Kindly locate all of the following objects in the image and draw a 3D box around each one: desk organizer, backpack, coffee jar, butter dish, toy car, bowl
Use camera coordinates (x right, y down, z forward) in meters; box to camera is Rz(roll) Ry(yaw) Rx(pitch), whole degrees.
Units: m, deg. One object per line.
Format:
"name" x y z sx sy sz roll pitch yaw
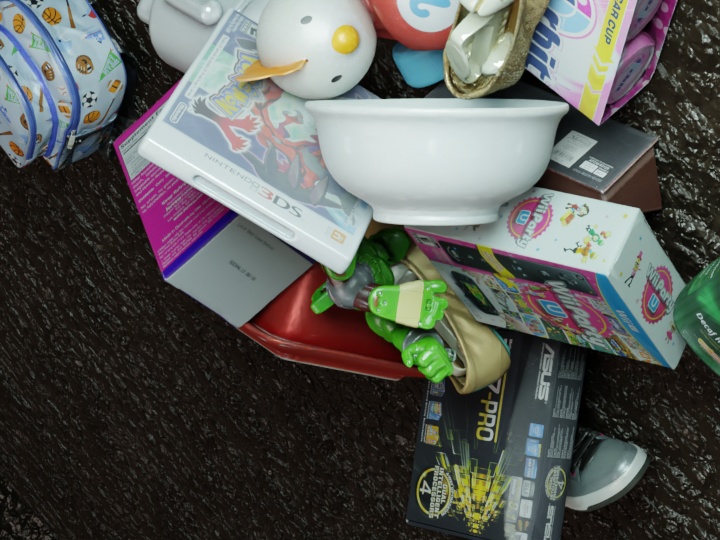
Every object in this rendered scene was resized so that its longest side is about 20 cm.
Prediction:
"desk organizer" 0.144 -0.092 1.566 0.200 0.072 0.077 28 149 37
"backpack" -0.335 -0.216 2.063 0.200 0.154 0.191 49 143 6
"coffee jar" 0.313 0.010 1.423 0.104 0.085 0.200 45 153 8
"butter dish" -0.025 0.005 1.776 0.200 0.199 0.149 29 105 60
"toy car" -0.006 -0.193 1.505 0.177 0.200 0.185 15 139 60
"bowl" 0.056 -0.083 1.459 0.201 0.200 0.091 9 101 52

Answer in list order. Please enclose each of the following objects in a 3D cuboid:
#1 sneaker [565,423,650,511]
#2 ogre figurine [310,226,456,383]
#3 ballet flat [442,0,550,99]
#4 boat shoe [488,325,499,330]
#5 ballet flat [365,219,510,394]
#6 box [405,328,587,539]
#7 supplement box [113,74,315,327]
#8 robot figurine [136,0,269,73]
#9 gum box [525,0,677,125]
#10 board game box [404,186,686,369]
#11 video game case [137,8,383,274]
"sneaker" 0.181 0.158 1.833 0.121 0.084 0.200 46 156 -16
"ogre figurine" 0.000 0.000 1.592 0.199 0.098 0.120 33 177 -9
"ballet flat" 0.095 -0.188 1.371 0.070 0.065 0.200 41 152 24
"boat shoe" 0.104 0.011 1.759 0.200 0.073 0.075 10 113 64
"ballet flat" 0.050 0.022 1.679 0.200 0.063 0.069 48 150 9
"box" 0.124 0.150 1.787 0.161 0.049 0.201 8 89 44
"supplement box" -0.132 -0.064 1.717 0.101 0.103 0.200 36 -159 -41
"robot figurine" -0.111 -0.216 1.744 0.200 0.113 0.169 30 -174 33
"gum box" 0.165 -0.212 1.378 0.113 0.066 0.200 41 153 19
"board game box" 0.153 -0.003 1.544 0.199 0.064 0.148 13 156 39
"video game case" -0.060 -0.106 1.519 0.182 0.200 0.023 31 130 -5
